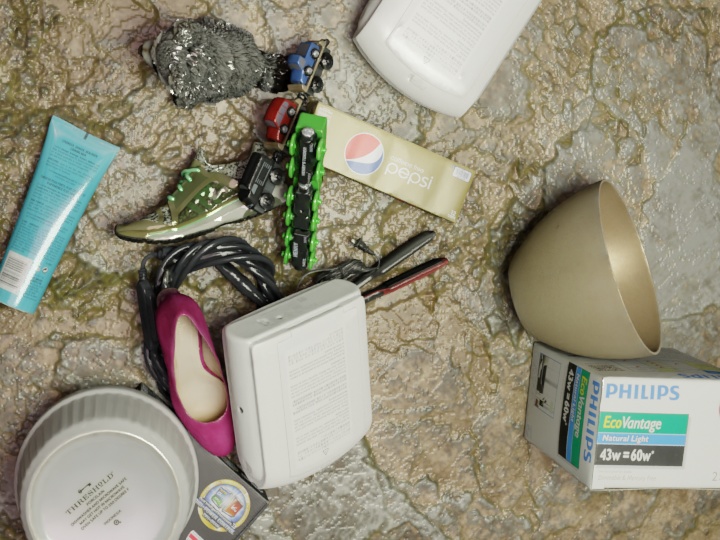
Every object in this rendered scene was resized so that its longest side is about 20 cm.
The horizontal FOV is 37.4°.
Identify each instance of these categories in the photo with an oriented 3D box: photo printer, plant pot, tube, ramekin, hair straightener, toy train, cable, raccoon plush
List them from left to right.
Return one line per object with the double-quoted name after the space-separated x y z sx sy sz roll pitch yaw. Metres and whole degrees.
-0.332 -0.056 1.134 0.077 0.050 0.203 24 87 -19 "tube"
-0.266 0.232 1.115 0.198 0.094 0.206 -2 98 -12 "ramekin"
-0.163 0.063 1.189 0.161 0.051 0.204 -12 104 -19 "cable"
-0.130 -0.227 1.106 0.197 0.134 0.099 -13 99 -10 "raccoon plush"
-0.081 -0.159 1.124 0.045 0.034 0.203 28 80 -36 "toy train"
-0.064 0.130 1.156 0.165 0.069 0.203 -24 122 -34 "photo printer"
-0.058 -0.081 1.136 0.041 0.057 0.202 11 137 3 "toy train"
0.000 0.000 1.221 0.197 0.041 0.078 -26 102 -4 "hair straightener"
0.097 -0.285 1.183 0.165 0.069 0.202 33 90 -15 "photo printer"
0.247 0.014 1.212 0.133 0.200 0.203 -19 104 25 "plant pot"

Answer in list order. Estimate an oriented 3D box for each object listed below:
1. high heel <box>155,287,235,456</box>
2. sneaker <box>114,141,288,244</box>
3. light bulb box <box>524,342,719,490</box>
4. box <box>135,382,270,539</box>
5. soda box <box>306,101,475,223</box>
-0.167 0.117 1.119 0.066 0.096 0.203 -15 106 -14 "high heel"
-0.177 -0.085 1.157 0.197 0.077 0.090 -19 91 -16 "sneaker"
0.317 0.164 1.225 0.194 0.200 0.127 3 97 -12 "light bulb box"
-0.226 0.253 1.197 0.200 0.044 0.160 44 87 -14 "box"
0.024 -0.121 1.190 0.197 0.068 0.065 23 93 -15 "soda box"
